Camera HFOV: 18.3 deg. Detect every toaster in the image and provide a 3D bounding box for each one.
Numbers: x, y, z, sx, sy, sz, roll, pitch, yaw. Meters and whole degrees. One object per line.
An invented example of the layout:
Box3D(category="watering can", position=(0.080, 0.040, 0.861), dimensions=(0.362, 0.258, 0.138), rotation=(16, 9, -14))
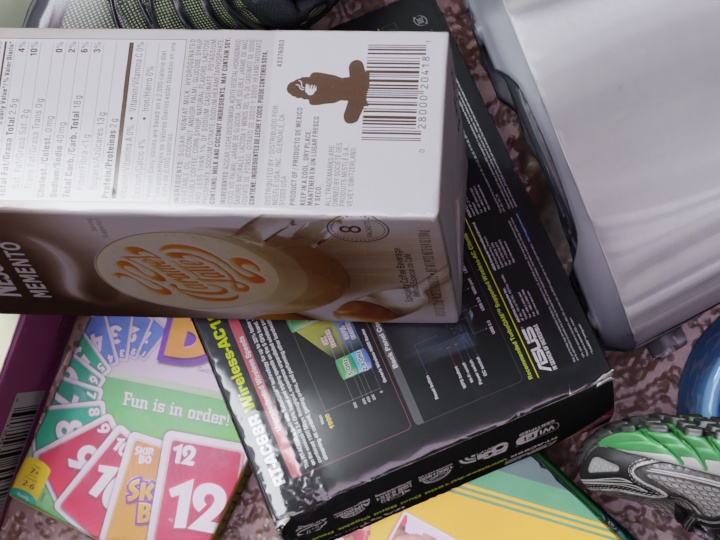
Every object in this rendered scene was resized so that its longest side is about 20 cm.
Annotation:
Box3D(category="toaster", position=(0.127, -0.071, 0.947), dimensions=(0.128, 0.114, 0.201), rotation=(-22, 84, 2))

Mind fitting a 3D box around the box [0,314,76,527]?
Box3D(category="box", position=(-0.235, 0.011, 0.997), dimensions=(0.199, 0.097, 0.177), rotation=(20, 91, 6))

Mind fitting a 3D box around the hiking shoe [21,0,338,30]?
Box3D(category="hiking shoe", position=(-0.059, -0.126, 0.924), dimensions=(0.199, 0.101, 0.076), rotation=(-35, 113, 6))

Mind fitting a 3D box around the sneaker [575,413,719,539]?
Box3D(category="sneaker", position=(0.178, 0.116, 0.901), dimensions=(0.199, 0.078, 0.086), rotation=(24, 92, 7))

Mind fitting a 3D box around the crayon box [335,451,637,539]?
Box3D(category="crayon box", position=(0.016, 0.156, 0.978), dimensions=(0.119, 0.058, 0.200), rotation=(43, 93, 8))

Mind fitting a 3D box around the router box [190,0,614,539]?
Box3D(category="router box", position=(0.000, 0.000, 0.940), dimensions=(0.149, 0.062, 0.201), rotation=(-22, 68, -4))

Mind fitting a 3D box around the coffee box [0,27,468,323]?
Box3D(category="coffee box", position=(-0.062, -0.035, 0.866), dimensions=(0.198, 0.114, 0.080), rotation=(1, 68, 8))

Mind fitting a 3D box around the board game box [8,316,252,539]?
Box3D(category="board game box", position=(-0.074, 0.032, 1.012), dimensions=(0.095, 0.030, 0.201), rotation=(25, 89, 8))

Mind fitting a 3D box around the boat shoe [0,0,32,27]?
Box3D(category="boat shoe", position=(-0.115, -0.132, 1.006), dimensions=(0.200, 0.061, 0.072), rotation=(-28, 115, 7))

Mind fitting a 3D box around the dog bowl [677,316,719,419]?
Box3D(category="dog bowl", position=(0.203, 0.106, 0.961), dimensions=(0.111, 0.050, 0.201), rotation=(-12, 87, 7))
